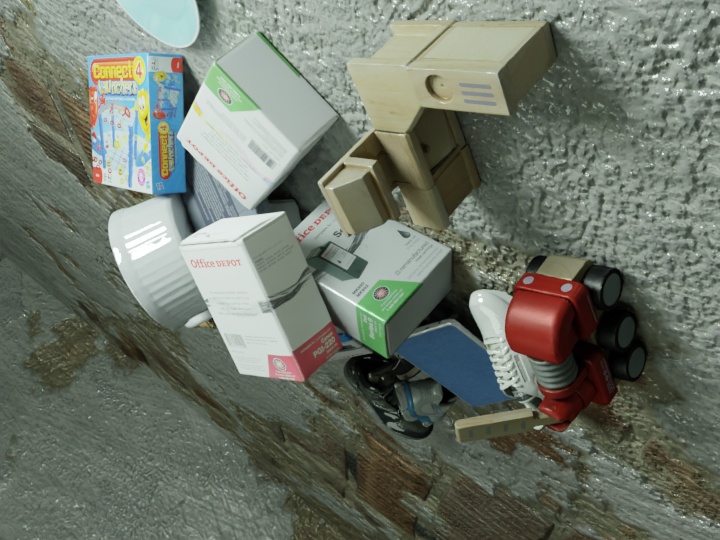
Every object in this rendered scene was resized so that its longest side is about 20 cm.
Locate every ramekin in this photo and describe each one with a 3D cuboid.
[{"bbox_3d":[-0.280,-0.021,1.152,0.201,0.098,0.200,62,-174,-12],"label":"ramekin"}]

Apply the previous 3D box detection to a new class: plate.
[{"bbox_3d":[-0.269,-0.374,0.960,0.200,0.026,0.200,34,154,19],"label":"plate"}]

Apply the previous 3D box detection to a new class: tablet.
[{"bbox_3d":[0.145,0.133,1.071,0.200,0.014,0.130,37,141,-28],"label":"tablet"}]

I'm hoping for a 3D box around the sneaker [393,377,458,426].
[{"bbox_3d":[0.123,0.203,1.208,0.200,0.087,0.075,24,-130,-69],"label":"sneaker"}]

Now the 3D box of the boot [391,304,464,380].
[{"bbox_3d":[0.055,0.077,1.139,0.151,0.073,0.200,40,151,4],"label":"boot"}]

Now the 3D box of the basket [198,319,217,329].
[{"bbox_3d":[-0.304,-0.001,1.458,0.200,0.143,0.149,55,156,-13],"label":"basket"}]

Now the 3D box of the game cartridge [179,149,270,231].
[{"bbox_3d":[-0.207,-0.125,1.120,0.133,0.041,0.200,-30,81,36],"label":"game cartridge"}]

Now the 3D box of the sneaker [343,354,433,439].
[{"bbox_3d":[0.057,0.225,1.369,0.199,0.076,0.114,47,162,3],"label":"sneaker"}]

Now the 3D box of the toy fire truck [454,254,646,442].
[{"bbox_3d":[0.193,0.102,0.827,0.129,0.200,0.176,13,142,46],"label":"toy fire truck"}]

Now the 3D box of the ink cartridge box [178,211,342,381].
[{"bbox_3d":[-0.128,0.033,0.977,0.146,0.085,0.200,-2,119,46],"label":"ink cartridge box"}]

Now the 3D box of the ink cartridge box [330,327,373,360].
[{"bbox_3d":[-0.072,0.088,1.178,0.144,0.084,0.200,-11,165,11],"label":"ink cartridge box"}]

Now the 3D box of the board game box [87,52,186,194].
[{"bbox_3d":[-0.338,-0.222,1.146,0.200,0.056,0.196,14,108,46],"label":"board game box"}]

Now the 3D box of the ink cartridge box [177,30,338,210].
[{"bbox_3d":[-0.138,-0.184,0.983,0.145,0.084,0.200,45,150,-6],"label":"ink cartridge box"}]

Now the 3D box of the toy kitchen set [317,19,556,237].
[{"bbox_3d":[0.078,-0.102,0.716,0.180,0.163,0.200,17,145,43],"label":"toy kitchen set"}]

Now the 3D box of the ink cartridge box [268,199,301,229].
[{"bbox_3d":[-0.153,-0.011,1.219,0.200,0.087,0.145,144,118,-63],"label":"ink cartridge box"}]

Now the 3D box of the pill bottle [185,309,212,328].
[{"bbox_3d":[-0.301,-0.011,1.314,0.200,0.112,0.112,60,153,-7],"label":"pill bottle"}]

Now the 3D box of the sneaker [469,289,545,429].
[{"bbox_3d":[0.200,0.111,0.975,0.200,0.081,0.076,50,156,-12],"label":"sneaker"}]

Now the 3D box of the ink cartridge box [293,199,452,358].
[{"bbox_3d":[0.000,0.000,1.011,0.200,0.146,0.084,29,150,27],"label":"ink cartridge box"}]
